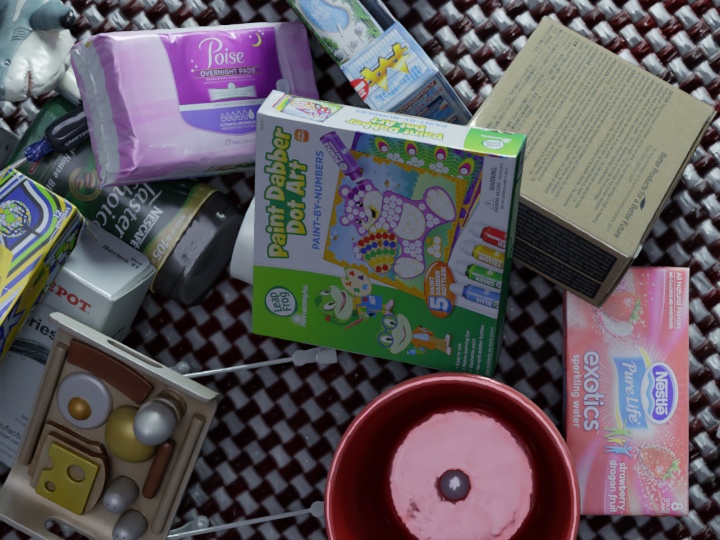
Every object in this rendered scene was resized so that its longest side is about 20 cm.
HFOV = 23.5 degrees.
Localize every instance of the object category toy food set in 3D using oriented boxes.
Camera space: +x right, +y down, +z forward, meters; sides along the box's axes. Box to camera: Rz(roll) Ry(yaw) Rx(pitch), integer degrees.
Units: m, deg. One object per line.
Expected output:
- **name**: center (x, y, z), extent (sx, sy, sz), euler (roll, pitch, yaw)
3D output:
- **toy food set**: center (-0.207, 0.144, 1.368), extent (0.143, 0.060, 0.200), euler (26, 117, 6)

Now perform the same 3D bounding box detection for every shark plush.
- **shark plush**: center (-0.293, -0.208, 1.439), extent (0.083, 0.091, 0.200), euler (-19, 53, -17)

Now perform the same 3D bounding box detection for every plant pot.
- **plant pot**: center (0.076, 0.178, 1.385), extent (0.200, 0.177, 0.201), euler (0, 89, 5)

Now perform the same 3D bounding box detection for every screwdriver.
- **screwdriver**: center (-0.285, -0.083, 1.405), extent (0.200, 0.029, 0.028), euler (-33, 80, -13)

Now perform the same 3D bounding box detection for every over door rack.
- **over door rack**: center (-0.114, 0.149, 1.461), extent (0.200, 0.067, 0.148), euler (-7, 95, -8)

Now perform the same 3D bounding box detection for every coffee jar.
- **coffee jar**: center (-0.196, -0.058, 1.465), extent (0.200, 0.085, 0.104), euler (33, 91, 5)

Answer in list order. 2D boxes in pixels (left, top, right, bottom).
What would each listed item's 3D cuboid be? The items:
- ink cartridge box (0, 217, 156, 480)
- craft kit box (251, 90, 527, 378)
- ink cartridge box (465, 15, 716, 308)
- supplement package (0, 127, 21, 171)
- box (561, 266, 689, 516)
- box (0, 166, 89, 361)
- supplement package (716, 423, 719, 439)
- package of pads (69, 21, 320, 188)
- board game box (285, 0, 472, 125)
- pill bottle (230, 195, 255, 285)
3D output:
- **ink cartridge box**: center (-0.278, 0.049, 1.435), extent (0.147, 0.083, 0.200), euler (31, 117, 7)
- **craft kit box**: center (0.017, -0.025, 1.317), extent (0.197, 0.049, 0.200), euler (12, 123, 14)
- **ink cartridge box**: center (0.168, -0.090, 1.381), extent (0.165, 0.075, 0.200), euler (31, 50, 6)
- **supplement package**: center (-0.399, -0.054, 1.471), extent (0.156, 0.111, 0.200), euler (24, 92, 5)
- **box**: center (0.216, 0.097, 1.414), extent (0.103, 0.095, 0.200), euler (1, 89, 5)
- **box**: center (-0.289, 0.026, 1.314), extent (0.064, 0.070, 0.200), euler (30, 81, 5)
- **supplement package**: center (0.401, 0.096, 1.347), extent (0.200, 0.191, 0.147), euler (16, 91, 5)
- **package of pads**: center (-0.131, -0.138, 1.416), extent (0.200, 0.076, 0.121), euler (-10, 86, -36)
- **board game box**: center (0.016, -0.170, 1.389), extent (0.062, 0.200, 0.200), euler (-39, 86, 4)
- **pill bottle**: center (0.000, 0.000, 1.431), extent (0.200, 0.111, 0.111), euler (20, 91, 6)
